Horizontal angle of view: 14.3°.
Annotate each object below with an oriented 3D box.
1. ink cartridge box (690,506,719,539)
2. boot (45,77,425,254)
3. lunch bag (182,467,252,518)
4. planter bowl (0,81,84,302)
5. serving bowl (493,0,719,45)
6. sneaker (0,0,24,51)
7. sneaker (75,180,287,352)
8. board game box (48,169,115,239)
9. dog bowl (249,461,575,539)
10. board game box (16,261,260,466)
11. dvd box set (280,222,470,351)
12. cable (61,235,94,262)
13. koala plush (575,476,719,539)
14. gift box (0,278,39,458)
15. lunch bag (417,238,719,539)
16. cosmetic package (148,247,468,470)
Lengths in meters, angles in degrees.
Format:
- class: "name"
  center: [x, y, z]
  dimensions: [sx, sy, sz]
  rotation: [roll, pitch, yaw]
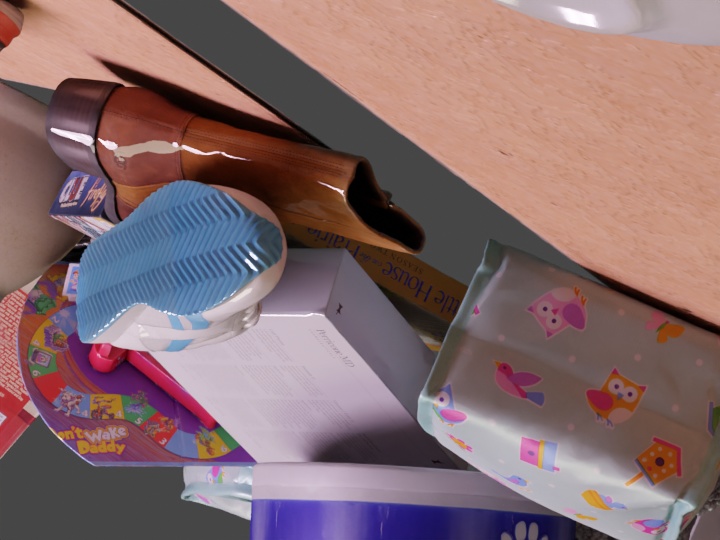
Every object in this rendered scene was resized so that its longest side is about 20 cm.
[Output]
- class: "ink cartridge box"
  center: [0.236, 0.191, 2.151]
  dimensions: [0.146, 0.084, 0.200]
  rotation: [30, 171, -33]
- class: "boot"
  center: [-0.053, -0.048, 1.604]
  dimensions: [0.199, 0.069, 0.188]
  rotation: [14, 161, 23]
- class: "lunch bag"
  center: [-0.055, 0.091, 2.018]
  dimensions: [0.121, 0.171, 0.200]
  rotation: [15, 171, -2]
- class: "planter bowl"
  center: [-0.270, -0.053, 1.897]
  dimensions: [0.199, 0.135, 0.200]
  rotation: [23, 172, 3]
- class: "serving bowl"
  center: [0.047, -0.110, 0.748]
  dimensions: [0.199, 0.066, 0.200]
  rotation: [25, 172, 4]
- class: "sneaker"
  center: [-0.251, -0.120, 1.568]
  dimensions: [0.077, 0.082, 0.200]
  rotation: [28, 172, -22]
- class: "sneaker"
  center: [-0.085, -0.001, 1.569]
  dimensions: [0.080, 0.077, 0.200]
  rotation: [6, 169, -28]
- class: "board game box"
  center: [-0.088, -0.004, 1.802]
  dimensions: [0.199, 0.035, 0.135]
  rotation: [28, 172, -19]
- class: "dog bowl"
  center: [0.031, 0.162, 1.740]
  dimensions: [0.199, 0.079, 0.200]
  rotation: [3, 174, 0]
- class: "board game box"
  center: [-0.121, 0.050, 1.855]
  dimensions: [0.199, 0.159, 0.039]
  rotation: [2, 144, -19]
- class: "dvd box set"
  center: [0.000, 0.000, 1.788]
  dimensions: [0.199, 0.030, 0.146]
  rotation: [28, 172, -21]
- class: "cable"
  center: [-0.204, -0.020, 1.975]
  dimensions: [0.199, 0.098, 0.050]
  rotation: [2, 143, 8]
- class: "koala plush"
  center: [0.149, 0.178, 1.893]
  dimensions: [0.177, 0.201, 0.184]
  rotation: [27, 172, -13]
- class: "gift box"
  center: [-0.308, 0.023, 2.116]
  dimensions: [0.184, 0.200, 0.187]
  rotation: [42, -167, -20]
- class: "lunch bag"
  center: [0.124, 0.078, 1.605]
  dimensions: [0.170, 0.122, 0.200]
  rotation: [23, 167, 7]
- class: "cosmetic package"
  center: [-0.035, 0.057, 1.737]
  dimensions: [0.150, 0.052, 0.200]
  rotation: [3, 150, 31]
